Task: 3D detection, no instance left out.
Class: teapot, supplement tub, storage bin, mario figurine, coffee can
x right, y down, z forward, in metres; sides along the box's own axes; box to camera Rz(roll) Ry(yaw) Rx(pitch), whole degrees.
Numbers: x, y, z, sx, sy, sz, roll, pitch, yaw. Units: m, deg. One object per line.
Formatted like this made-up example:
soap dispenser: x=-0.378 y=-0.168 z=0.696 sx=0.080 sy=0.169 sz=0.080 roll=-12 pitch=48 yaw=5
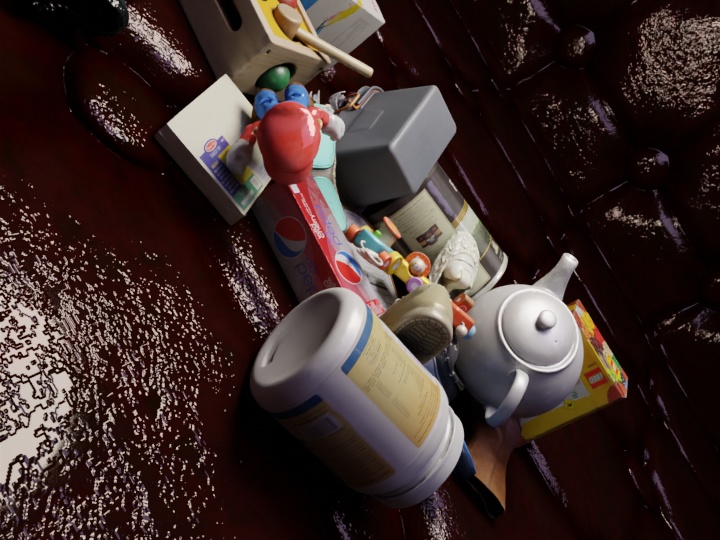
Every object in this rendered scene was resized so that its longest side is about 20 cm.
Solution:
teapot: x=0.227 y=0.100 z=1.062 sx=0.194 sy=0.146 sz=0.203 roll=-10 pitch=66 yaw=-18
supplement tub: x=0.000 y=0.133 z=0.789 sx=0.200 sy=0.144 sz=0.145 roll=47 pitch=28 yaw=-23
storage bin: x=0.040 y=-0.190 z=1.117 sx=0.146 sy=0.133 sz=0.201 roll=58 pitch=48 yaw=-29
mario figurine: x=-0.088 y=-0.153 z=0.921 sx=0.106 sy=0.123 sz=0.201 roll=41 pitch=16 yaw=-24
coffee can: x=0.112 y=-0.053 z=1.191 sx=0.201 sy=0.145 sz=0.147 roll=51 pitch=27 yaw=-17

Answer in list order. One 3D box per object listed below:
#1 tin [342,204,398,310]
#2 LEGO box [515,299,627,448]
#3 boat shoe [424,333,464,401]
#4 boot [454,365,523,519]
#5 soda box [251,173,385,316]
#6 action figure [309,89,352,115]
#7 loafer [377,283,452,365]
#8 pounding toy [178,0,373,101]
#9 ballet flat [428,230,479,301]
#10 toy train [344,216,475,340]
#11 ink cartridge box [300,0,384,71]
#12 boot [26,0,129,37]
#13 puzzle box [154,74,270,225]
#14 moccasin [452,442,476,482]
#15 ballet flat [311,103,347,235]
tin: x=0.000 y=0.000 z=1.059 sx=0.111 sy=0.042 sz=0.202 roll=18 pitch=47 yaw=-48
LEGO box: x=0.292 y=0.164 z=1.218 sx=0.150 sy=0.199 sz=0.077 roll=57 pitch=26 yaw=-2
boat shoe: x=0.099 y=0.107 z=0.997 sx=0.070 sy=0.066 sz=0.201 roll=50 pitch=-13 yaw=45
boot: x=0.158 y=0.219 z=1.105 sx=0.190 sy=0.068 sz=0.200 roll=59 pitch=32 yaw=-16
soda box: x=-0.053 y=-0.014 z=0.936 sx=0.063 sy=0.070 sz=0.202 roll=-14 pitch=73 yaw=-58
action figure: x=-0.020 y=-0.211 z=1.212 sx=0.199 sy=0.069 sz=0.132 roll=27 pitch=57 yaw=-40
loafer: x=0.047 y=0.077 z=0.874 sx=0.075 sy=0.200 sz=0.069 roll=38 pitch=52 yaw=-11
pounding toy: x=-0.116 y=-0.331 z=1.084 sx=0.183 sy=0.141 sz=0.202 roll=-8 pitch=68 yaw=-62
ballet flat: x=0.122 y=0.036 z=1.080 sx=0.072 sy=0.071 sz=0.202 roll=39 pitch=74 yaw=-33
toy train: x=0.071 y=0.001 z=0.986 sx=0.199 sy=0.056 sz=0.150 roll=39 pitch=4 yaw=-26
ink cartridge box: x=-0.085 y=-0.453 z=1.269 sx=0.199 sy=0.144 sz=0.149 roll=13 pitch=51 yaw=-56
boot: x=-0.279 y=-0.317 z=0.848 sx=0.199 sy=0.076 sz=0.170 roll=10 pitch=49 yaw=-49
puzzle box: x=-0.162 y=-0.153 z=0.944 sx=0.134 sy=0.025 sz=0.201 roll=51 pitch=27 yaw=-17
moccasin: x=0.067 y=0.176 z=0.954 sx=0.201 sy=0.068 sz=0.081 roll=57 pitch=-9 yaw=21
ballet flat: x=-0.064 y=-0.120 z=1.027 sx=0.067 sy=0.075 sz=0.203 roll=2 pitch=68 yaw=-32
